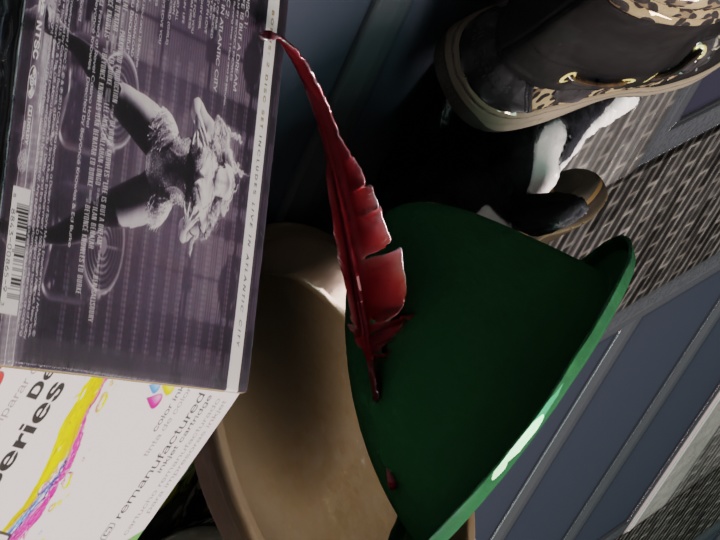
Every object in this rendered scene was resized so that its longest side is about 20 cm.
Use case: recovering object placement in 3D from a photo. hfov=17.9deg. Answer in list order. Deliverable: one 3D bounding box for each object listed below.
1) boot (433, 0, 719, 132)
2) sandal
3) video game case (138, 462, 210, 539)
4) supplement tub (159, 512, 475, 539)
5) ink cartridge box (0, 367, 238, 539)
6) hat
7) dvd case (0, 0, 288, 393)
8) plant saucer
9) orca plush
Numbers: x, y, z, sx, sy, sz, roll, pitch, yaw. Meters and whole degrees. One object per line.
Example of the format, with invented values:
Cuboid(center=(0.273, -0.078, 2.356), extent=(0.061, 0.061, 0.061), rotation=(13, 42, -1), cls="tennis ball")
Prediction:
Cuboid(center=(0.142, -0.129, 0.980), extent=(0.199, 0.073, 0.151), rotation=(-20, 173, -30), cls="boot")
Cuboid(center=(0.060, -0.028, 1.114), extent=(0.082, 0.055, 0.200), rotation=(-26, 180, 31), cls="sandal")
Cuboid(center=(-0.104, 0.107, 1.047), extent=(0.182, 0.036, 0.200), rotation=(-57, 162, 17), cls="video game case")
Cuboid(center=(-0.035, 0.163, 1.068), extent=(0.123, 0.122, 0.200), rotation=(-55, 165, 25), cls="supplement tub")
Cuboid(center=(-0.144, 0.060, 0.804), extent=(0.145, 0.084, 0.200), rotation=(-55, 158, 2), cls="ink cartridge box")
Cuboid(center=(0.000, 0.000, 0.940), extent=(0.200, 0.176, 0.166), rotation=(-52, -175, 28), cls="hat")
Cuboid(center=(-0.073, -0.038, 0.755), extent=(0.200, 0.016, 0.149), rotation=(15, 80, -69), cls="dvd case")
Cuboid(center=(-0.014, 0.077, 1.006), extent=(0.029, 0.201, 0.200), rotation=(-22, 173, 29), cls="plant saucer")
Cuboid(center=(0.067, -0.068, 1.033), extent=(0.200, 0.105, 0.071), rotation=(-28, 122, -21), cls="orca plush")
